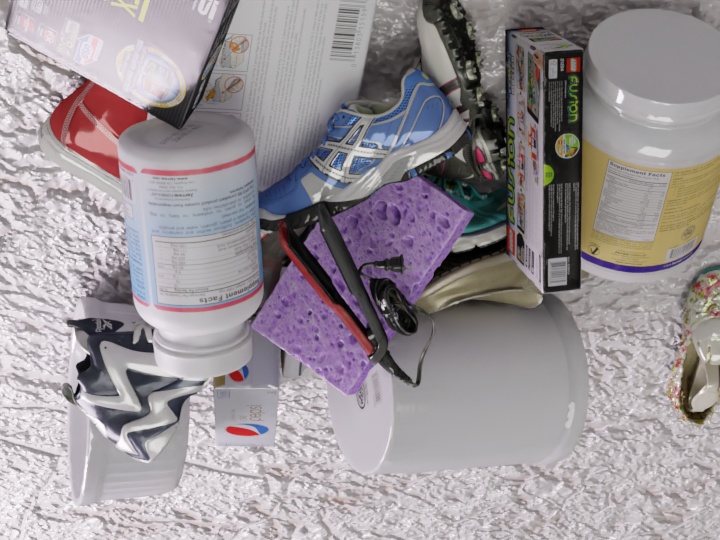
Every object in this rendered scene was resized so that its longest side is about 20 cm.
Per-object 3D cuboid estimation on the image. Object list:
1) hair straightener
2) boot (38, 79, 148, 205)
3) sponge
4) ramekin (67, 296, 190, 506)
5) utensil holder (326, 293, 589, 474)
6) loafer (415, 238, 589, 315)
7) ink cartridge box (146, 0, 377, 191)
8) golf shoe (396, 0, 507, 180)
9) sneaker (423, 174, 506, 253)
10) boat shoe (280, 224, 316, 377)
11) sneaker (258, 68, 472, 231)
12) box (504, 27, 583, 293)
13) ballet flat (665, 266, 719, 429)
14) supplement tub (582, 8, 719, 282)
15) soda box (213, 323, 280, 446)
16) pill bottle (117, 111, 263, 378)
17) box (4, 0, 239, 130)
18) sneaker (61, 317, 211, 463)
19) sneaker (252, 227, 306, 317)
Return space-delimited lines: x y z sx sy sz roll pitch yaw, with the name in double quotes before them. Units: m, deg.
"hair straightener" 0.011 0.022 1.316 0.077 0.041 0.200 -26 120 12
"boot" -0.156 -0.114 1.363 0.200 0.072 0.144 30 124 -28
"sponge" 0.000 0.000 1.387 0.112 0.030 0.200 37 103 15
"ramekin" -0.225 0.125 1.520 0.098 0.201 0.201 1 137 -16
"utensil holder" 0.087 0.107 1.496 0.200 0.170 0.170 -3 139 -23
"loafer" 0.134 0.005 1.447 0.200 0.076 0.068 -20 103 -13
"ink cartridge box" -0.088 -0.157 1.306 0.173 0.044 0.200 3 127 -12
"golf shoe" 0.066 -0.147 1.334 0.088 0.077 0.200 -7 136 14
"sneaker" 0.074 -0.054 1.427 0.200 0.078 0.080 -14 99 -8
"boat shoe" -0.036 0.026 1.514 0.066 0.072 0.200 6 125 -9
"sneaker" -0.010 -0.097 1.309 0.200 0.076 0.077 -27 103 13
"box" 0.151 -0.093 1.307 0.035 0.110 0.200 -5 109 -10
"ballet flat" 0.355 0.085 1.597 0.076 0.064 0.200 -2 136 0
"supplement tub" 0.237 -0.104 1.334 0.145 0.146 0.200 1 136 -4
"soda box" -0.112 0.116 1.556 0.064 0.068 0.200 1 158 -5
"pill bottle" -0.134 -0.020 1.281 0.109 0.109 0.200 -2 114 -1
"box" -0.171 -0.215 1.171 0.160 0.044 0.200 30 141 -1
"sneaker" -0.187 0.055 1.388 0.130 0.079 0.199 33 95 -14
"sneaker" -0.084 -0.008 1.458 0.082 0.077 0.200 39 137 -11
